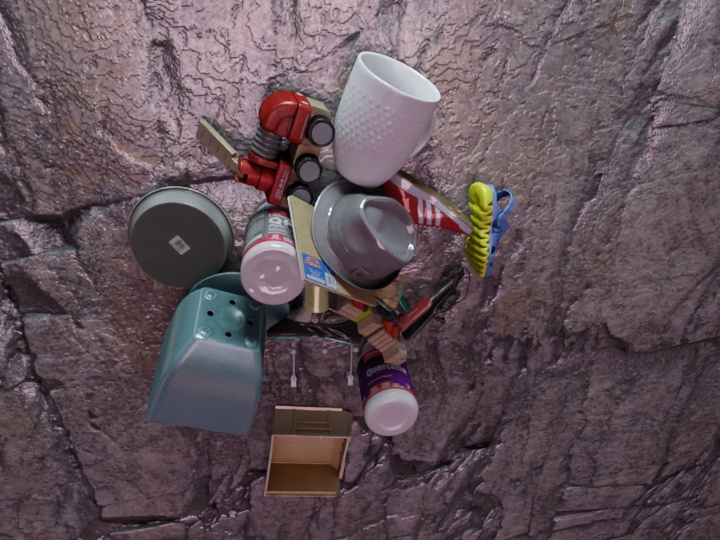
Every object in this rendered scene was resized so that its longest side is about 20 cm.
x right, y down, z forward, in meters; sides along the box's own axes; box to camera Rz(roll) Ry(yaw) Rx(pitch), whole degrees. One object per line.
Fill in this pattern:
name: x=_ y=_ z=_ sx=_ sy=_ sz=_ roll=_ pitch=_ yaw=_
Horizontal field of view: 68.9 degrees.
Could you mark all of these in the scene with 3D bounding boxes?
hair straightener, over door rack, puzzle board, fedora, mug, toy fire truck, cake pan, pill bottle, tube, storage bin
hair straightener: x=0.159 y=0.072 z=1.087 sx=0.200 sy=0.041 sz=0.078 roll=-44 pitch=129 yaw=-12
over door rack: x=-0.079 y=0.177 z=1.127 sx=0.143 sy=0.067 sz=0.205 roll=0 pitch=120 yaw=-7
puzzle board: x=-0.047 y=-0.027 z=0.891 sx=0.017 sy=0.155 sz=0.198 roll=-26 pitch=152 yaw=28
fedora: x=0.023 y=-0.065 z=0.869 sx=0.199 sy=0.180 sz=0.089 roll=40 pitch=147 yaw=-27
mug: x=0.048 y=-0.237 z=0.874 sx=0.196 sy=0.149 sz=0.178 roll=-6 pitch=137 yaw=-40
toy fire truck: x=-0.164 y=-0.216 z=0.870 sx=0.195 sy=0.130 sz=0.179 roll=10 pitch=119 yaw=-26
cake pan: x=-0.334 y=-0.053 z=0.973 sx=0.194 sy=0.037 sz=0.205 roll=-4 pitch=120 yaw=-6
pill bottle: x=-0.149 y=-0.042 z=0.911 sx=0.107 sy=0.202 sz=0.113 roll=-4 pitch=122 yaw=-6
tube: x=-0.084 y=-0.025 z=0.979 sx=0.056 sy=0.052 sz=0.207 roll=-1 pitch=103 yaw=3
pill bottle: x=0.051 y=0.235 z=1.101 sx=0.109 sy=0.202 sz=0.115 roll=-4 pitch=122 yaw=-6
storage bin: x=-0.124 y=0.434 z=1.254 sx=0.192 sy=0.094 sz=0.205 roll=6 pitch=119 yaw=-11

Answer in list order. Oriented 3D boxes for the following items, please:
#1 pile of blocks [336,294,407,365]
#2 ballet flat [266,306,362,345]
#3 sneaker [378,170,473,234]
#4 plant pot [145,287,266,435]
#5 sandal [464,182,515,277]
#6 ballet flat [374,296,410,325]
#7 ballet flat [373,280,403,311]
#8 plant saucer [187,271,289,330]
pile of blocks: x=0.035 y=0.100 z=1.043 sx=0.062 sy=0.083 sz=0.200 roll=-34 pitch=106 yaw=32
ballet flat: x=-0.089 y=0.107 z=1.043 sx=0.194 sy=0.068 sz=0.071 roll=7 pitch=86 yaw=-18
sneaker: x=0.113 y=-0.096 z=0.995 sx=0.197 sy=0.072 sz=0.114 roll=30 pitch=109 yaw=-14
plant pot: x=-0.262 y=0.150 z=0.965 sx=0.191 sy=0.200 sz=0.202 roll=16 pitch=130 yaw=-21
sandal: x=0.257 y=-0.078 z=1.027 sx=0.085 sy=0.080 sz=0.205 roll=-13 pitch=126 yaw=-17
ballet flat: x=0.052 y=0.053 z=1.076 sx=0.073 sy=0.075 sz=0.203 roll=-24 pitch=119 yaw=7
ballet flat: x=0.000 y=0.000 z=1.003 sx=0.198 sy=0.070 sz=0.072 roll=33 pitch=120 yaw=22
plant saucer: x=-0.237 y=0.060 z=1.033 sx=0.194 sy=0.039 sz=0.204 roll=-2 pitch=139 yaw=-2
